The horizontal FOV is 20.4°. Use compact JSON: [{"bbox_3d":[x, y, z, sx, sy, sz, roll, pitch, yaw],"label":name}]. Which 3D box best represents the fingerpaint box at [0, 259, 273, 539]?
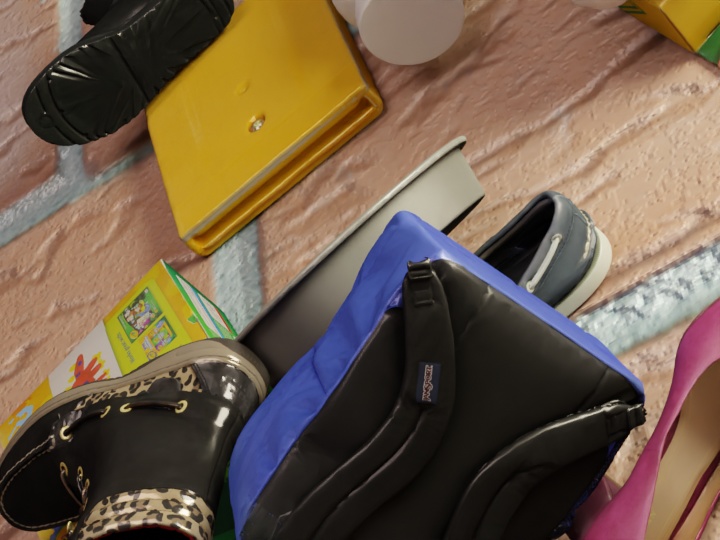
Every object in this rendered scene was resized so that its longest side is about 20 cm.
[{"bbox_3d":[-0.135,0.113,1.286,0.167,0.073,0.200,-46,34,4],"label":"fingerpaint box"}]

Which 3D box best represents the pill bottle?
[{"bbox_3d":[0.022,-0.235,1.406,0.104,0.104,0.201,-32,41,20],"label":"pill bottle"}]

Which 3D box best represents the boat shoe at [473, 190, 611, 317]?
[{"bbox_3d":[0.059,0.035,1.175,0.200,0.062,0.075,-41,40,11],"label":"boat shoe"}]

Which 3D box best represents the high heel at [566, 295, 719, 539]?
[{"bbox_3d":[0.180,0.091,1.005,0.201,0.067,0.096,-55,26,16],"label":"high heel"}]

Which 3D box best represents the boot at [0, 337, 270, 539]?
[{"bbox_3d":[-0.144,0.132,1.131,0.199,0.073,0.151,-25,30,24],"label":"boot"}]

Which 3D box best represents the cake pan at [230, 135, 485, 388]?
[{"bbox_3d":[0.000,0.000,1.199,0.200,0.037,0.200,-42,-3,-2],"label":"cake pan"}]

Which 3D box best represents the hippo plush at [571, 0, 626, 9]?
[{"bbox_3d":[0.141,-0.279,1.197,0.159,0.161,0.201,-33,40,19],"label":"hippo plush"}]

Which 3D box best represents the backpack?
[{"bbox_3d":[0.029,0.092,1.056,0.201,0.162,0.168,-56,13,6],"label":"backpack"}]

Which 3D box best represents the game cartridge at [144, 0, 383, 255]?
[{"bbox_3d":[-0.077,-0.126,1.474,0.176,0.032,0.201,-38,36,14],"label":"game cartridge"}]

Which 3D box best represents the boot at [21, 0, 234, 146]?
[{"bbox_3d":[-0.190,-0.190,1.576,0.198,0.074,0.163,-38,29,-1],"label":"boot"}]

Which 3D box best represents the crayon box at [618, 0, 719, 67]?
[{"bbox_3d":[0.204,-0.219,1.258,0.127,0.051,0.200,-48,38,1],"label":"crayon box"}]
